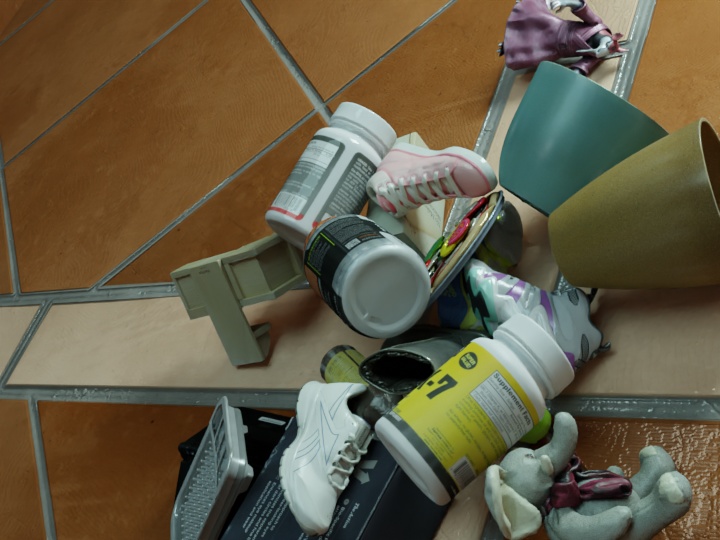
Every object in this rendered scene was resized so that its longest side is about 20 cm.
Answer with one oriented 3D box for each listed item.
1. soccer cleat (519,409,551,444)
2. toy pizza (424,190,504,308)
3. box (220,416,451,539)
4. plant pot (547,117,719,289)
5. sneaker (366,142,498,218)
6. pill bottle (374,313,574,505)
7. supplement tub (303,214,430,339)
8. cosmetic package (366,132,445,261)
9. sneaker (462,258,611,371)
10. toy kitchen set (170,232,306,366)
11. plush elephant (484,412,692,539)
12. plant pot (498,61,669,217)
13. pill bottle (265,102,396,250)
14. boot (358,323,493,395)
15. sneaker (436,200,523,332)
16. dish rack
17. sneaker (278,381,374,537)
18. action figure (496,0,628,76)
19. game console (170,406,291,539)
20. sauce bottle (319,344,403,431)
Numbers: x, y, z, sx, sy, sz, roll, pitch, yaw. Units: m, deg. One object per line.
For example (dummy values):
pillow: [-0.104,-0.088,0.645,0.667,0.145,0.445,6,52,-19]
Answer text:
soccer cleat: [0.136,0.153,1.292,0.200,0.081,0.068,8,59,44]
toy pizza: [0.116,-0.028,1.404,0.200,0.032,0.200,-54,3,3]
box: [-0.032,0.298,1.269,0.200,0.117,0.197,8,58,45]
plant pot: [0.324,-0.052,1.242,0.200,0.186,0.187,-19,44,27]
sneaker: [0.086,-0.109,1.437,0.105,0.075,0.200,-48,36,-20]
pill bottle: [0.124,0.144,1.159,0.200,0.114,0.114,-39,37,-10]
supplement tub: [0.000,0.000,1.381,0.123,0.123,0.200,-43,26,-2]
cosmetic package: [0.066,-0.089,1.567,0.073,0.104,0.200,-18,45,28]
sneaker: [0.223,0.041,1.317,0.140,0.078,0.200,-27,59,-14]
toy kitchen set: [-0.140,0.030,1.653,0.200,0.164,0.180,-13,13,42]
plush elephant: [0.209,0.220,1.092,0.200,0.155,0.165,-49,-5,14]
plant pot: [0.269,-0.143,1.378,0.161,0.200,0.201,-57,38,5]
pill bottle: [-0.038,-0.127,1.526,0.114,0.114,0.200,18,72,48]
boot: [0.058,0.112,1.315,0.181,0.073,0.200,-12,4,34]
sneaker: [0.148,-0.005,1.439,0.105,0.076,0.200,-8,50,37]
dish rack: [-0.185,0.277,1.358,0.200,0.043,0.172,-64,19,17]
sneaker: [-0.035,0.201,1.216,0.087,0.075,0.200,-14,46,23]
action figure: [0.312,-0.340,1.628,0.200,0.134,0.149,15,21,34]
game console: [-0.149,0.284,1.463,0.200,0.117,0.176,5,28,42]
sauce bottle: [0.016,0.166,1.397,0.065,0.065,0.200,-44,37,-3]
